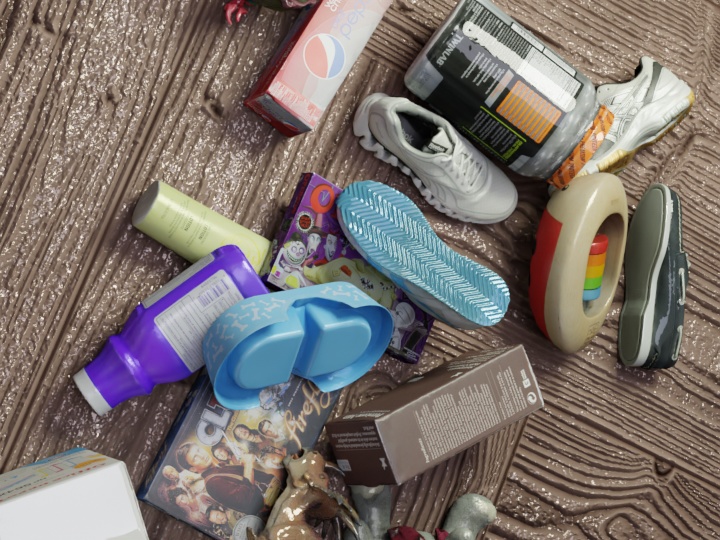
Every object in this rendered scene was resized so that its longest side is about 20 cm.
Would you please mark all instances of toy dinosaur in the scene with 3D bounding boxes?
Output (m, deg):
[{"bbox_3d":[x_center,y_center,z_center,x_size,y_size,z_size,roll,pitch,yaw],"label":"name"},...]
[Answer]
[{"bbox_3d":[-0.052,0.282,1.546,0.135,0.086,0.202,-15,98,-29],"label":"toy dinosaur"}]

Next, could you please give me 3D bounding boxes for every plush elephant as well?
[{"bbox_3d":[0.066,0.305,1.588,0.164,0.155,0.202,21,79,-20],"label":"plush elephant"}]

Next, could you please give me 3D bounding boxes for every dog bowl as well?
[{"bbox_3d":[-0.063,0.067,1.534,0.199,0.050,0.112,-11,136,-35],"label":"dog bowl"}]

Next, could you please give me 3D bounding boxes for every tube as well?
[{"bbox_3d":[-0.129,-0.019,1.583,0.199,0.052,0.058,33,118,-24],"label":"tube"}]

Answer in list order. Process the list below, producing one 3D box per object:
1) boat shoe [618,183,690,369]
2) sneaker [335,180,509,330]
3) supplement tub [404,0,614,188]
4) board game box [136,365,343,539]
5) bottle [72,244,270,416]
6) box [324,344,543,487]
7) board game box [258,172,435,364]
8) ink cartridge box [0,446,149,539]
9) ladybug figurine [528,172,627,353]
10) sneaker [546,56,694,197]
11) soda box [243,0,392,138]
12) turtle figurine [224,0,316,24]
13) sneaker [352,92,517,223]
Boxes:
[{"bbox_3d":[0.327,0.008,1.763,0.060,0.076,0.202,7,96,-21],"label":"boat shoe"},{"bbox_3d":[0.052,-0.008,1.604,0.200,0.081,0.077,40,71,-6],"label":"sneaker"},{"bbox_3d":[0.154,-0.181,1.651,0.199,0.123,0.123,38,74,-5],"label":"supplement tub"},{"bbox_3d":[-0.116,0.164,1.585,0.135,0.035,0.201,31,76,-19],"label":"board game box"},{"bbox_3d":[-0.179,0.061,1.531,0.199,0.065,0.084,-37,116,-5],"label":"bottle"},{"bbox_3d":[0.074,0.145,1.615,0.199,0.100,0.076,-26,98,-33],"label":"box"},{"bbox_3d":[0.000,0.000,1.628,0.199,0.032,0.121,29,72,-30],"label":"board game box"},{"bbox_3d":[-0.265,0.241,1.428,0.128,0.200,0.126,-19,95,-23],"label":"ink cartridge box"},{"bbox_3d":[0.224,-0.009,1.693,0.135,0.071,0.202,-17,121,-54],"label":"ladybug figurine"},{"bbox_3d":[0.266,-0.153,1.752,0.199,0.076,0.088,-38,76,-15],"label":"sneaker"},{"bbox_3d":[-0.034,-0.234,1.619,0.063,0.070,0.201,36,74,-18],"label":"soda box"},{"bbox_3d":[-0.069,-0.305,1.572,0.150,0.199,0.102,-36,110,-49],"label":"turtle figurine"},{"bbox_3d":[0.086,-0.113,1.660,0.199,0.081,0.076,32,74,-20],"label":"sneaker"}]
